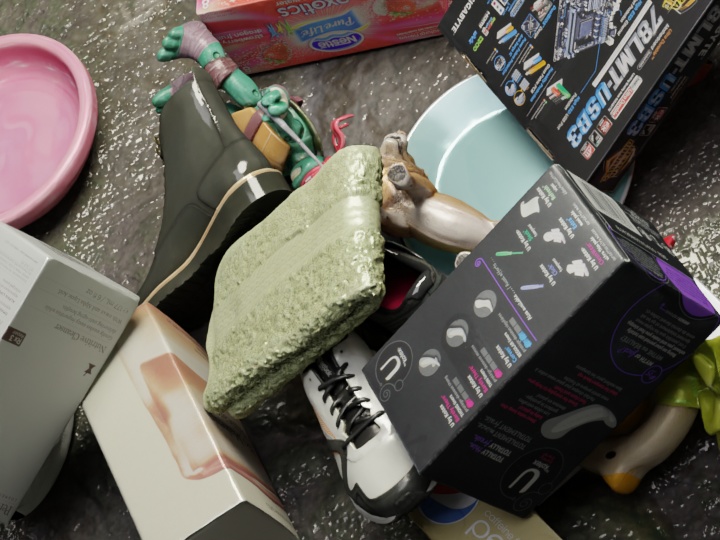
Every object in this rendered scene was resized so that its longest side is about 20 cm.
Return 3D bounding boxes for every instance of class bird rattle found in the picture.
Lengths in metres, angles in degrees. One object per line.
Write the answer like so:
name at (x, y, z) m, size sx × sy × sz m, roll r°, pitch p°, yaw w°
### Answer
bird rattle at (0.188, 0.061, 1.429) m, size 0.163 × 0.112 × 0.200 m, roll -52°, pitch 56°, yaw 12°

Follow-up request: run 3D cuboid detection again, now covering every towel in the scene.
towel at (-0.050, 0.009, 1.472) m, size 0.200 × 0.036 × 0.149 m, roll -37°, pitch 41°, yaw 39°

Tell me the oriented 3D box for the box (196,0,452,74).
box at (-0.027, -0.243, 1.695) m, size 0.198 × 0.103 × 0.095 m, roll -9°, pitch 61°, yaw 19°

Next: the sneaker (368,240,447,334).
sneaker at (0.000, 0.000, 1.511) m, size 0.199 × 0.084 × 0.077 m, roll 16°, pitch 63°, yaw 42°

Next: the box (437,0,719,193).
box at (0.170, -0.197, 1.515) m, size 0.199 × 0.049 × 0.201 m, roll 50°, pitch 124°, yaw 30°

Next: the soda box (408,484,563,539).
soda box at (0.094, 0.188, 1.431) m, size 0.068 × 0.064 × 0.200 m, roll -44°, pitch 54°, yaw -3°

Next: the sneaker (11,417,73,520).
sneaker at (-0.310, 0.105, 1.656) m, size 0.145 × 0.081 × 0.202 m, roll -1°, pitch 65°, yaw 31°

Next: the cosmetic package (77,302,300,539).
cosmetic package at (-0.137, 0.136, 1.541) m, size 0.087 × 0.103 × 0.201 m, roll -34°, pitch 56°, yaw 6°

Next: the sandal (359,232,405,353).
sandal at (0.025, 0.036, 1.553) m, size 0.075 × 0.048 × 0.201 m, roll -34°, pitch 55°, yaw 5°

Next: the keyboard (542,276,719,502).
keyboard at (0.186, 0.087, 1.477) m, size 0.200 × 0.011 × 0.056 m, roll -42°, pitch 60°, yaw 0°

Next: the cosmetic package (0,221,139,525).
cosmetic package at (-0.269, 0.076, 1.515) m, size 0.081 × 0.113 × 0.201 m, roll 29°, pitch 90°, yaw 39°

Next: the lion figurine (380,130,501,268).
lion figurine at (0.073, -0.035, 1.521) m, size 0.199 × 0.122 × 0.073 m, roll 33°, pitch 96°, yaw 18°

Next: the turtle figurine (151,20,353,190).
turtle figurine at (-0.087, -0.108, 1.655) m, size 0.200 × 0.100 × 0.150 m, roll 44°, pitch 128°, yaw 24°

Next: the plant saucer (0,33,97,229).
plant saucer at (-0.314, -0.111, 1.786) m, size 0.199 × 0.051 × 0.202 m, roll -11°, pitch 59°, yaw 20°

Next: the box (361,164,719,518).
box at (0.119, 0.050, 1.354) m, size 0.200 × 0.122 × 0.106 m, roll -47°, pitch 45°, yaw 16°

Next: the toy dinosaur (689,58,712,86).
toy dinosaur at (0.188, -0.189, 1.602) m, size 0.200 × 0.105 × 0.182 m, roll -47°, pitch 58°, yaw 33°

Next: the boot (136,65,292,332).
boot at (-0.142, -0.048, 1.619) m, size 0.200 × 0.077 × 0.139 m, roll -46°, pitch 61°, yaw 28°

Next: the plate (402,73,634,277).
plate at (0.120, -0.073, 1.582) m, size 0.199 × 0.026 × 0.202 m, roll -11°, pitch 61°, yaw 20°

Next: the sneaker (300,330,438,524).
sneaker at (-0.005, 0.103, 1.439) m, size 0.074 × 0.080 × 0.200 m, roll -38°, pitch 34°, yaw 4°
